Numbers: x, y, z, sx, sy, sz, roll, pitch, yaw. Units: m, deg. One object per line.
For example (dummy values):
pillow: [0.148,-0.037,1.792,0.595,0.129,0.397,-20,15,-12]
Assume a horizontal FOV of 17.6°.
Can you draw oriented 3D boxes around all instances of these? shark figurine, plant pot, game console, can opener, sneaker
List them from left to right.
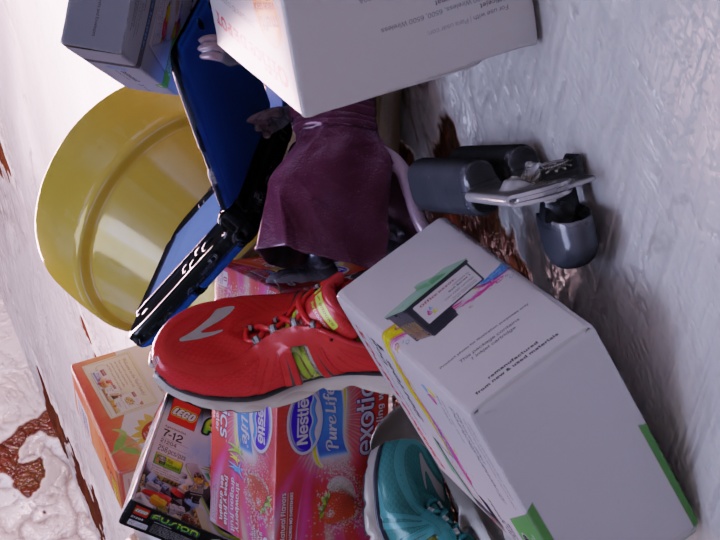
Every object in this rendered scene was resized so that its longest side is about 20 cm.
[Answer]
game console: [-0.117,-0.075,1.528,0.118,0.171,0.200,40,-159,-11]
plant pot: [-0.118,-0.023,1.788,0.189,0.200,0.202,35,144,39]
sneaker: [-0.030,0.031,1.402,0.085,0.198,0.077,92,170,-61]
shark figurine: [0.054,0.123,1.515,0.128,0.089,0.216,-142,39,-66]
sneaker: [0.062,0.204,1.642,0.080,0.077,0.201,-33,69,44]
can opener: [0.080,-0.034,1.306,0.200,0.053,0.067,-170,64,-74]

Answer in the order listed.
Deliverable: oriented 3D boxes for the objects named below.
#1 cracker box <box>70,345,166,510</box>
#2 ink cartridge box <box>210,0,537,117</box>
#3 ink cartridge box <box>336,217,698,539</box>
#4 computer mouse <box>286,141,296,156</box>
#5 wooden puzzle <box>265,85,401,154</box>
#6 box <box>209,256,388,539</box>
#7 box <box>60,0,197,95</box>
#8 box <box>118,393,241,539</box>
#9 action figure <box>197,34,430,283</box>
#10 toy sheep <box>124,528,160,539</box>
cracker box: [-0.120,0.110,1.888,0.134,0.199,0.058,-122,21,-45]
ink cartridge box: [-0.008,-0.210,1.241,0.147,0.144,0.201,-135,30,-58]
ink cartridge box: [0.083,0.074,1.290,0.145,0.084,0.200,59,172,-27]
computer mouse: [0.000,0.000,1.580,0.058,0.034,0.201,-1,123,56]
wooden puzzle: [-0.027,-0.133,1.583,0.186,0.046,0.201,91,156,-50]
box: [-0.044,0.094,1.681,0.095,0.099,0.202,22,113,54]
box: [-0.131,-0.197,1.431,0.200,0.041,0.157,36,-116,-85]
box: [-0.074,0.178,1.765,0.035,0.199,0.110,122,168,-46]
action figure: [-0.014,-0.093,1.428,0.134,0.148,0.202,3,-94,-76]
toy sheep: [-0.129,0.251,1.813,0.138,0.137,0.202,-164,81,-72]
